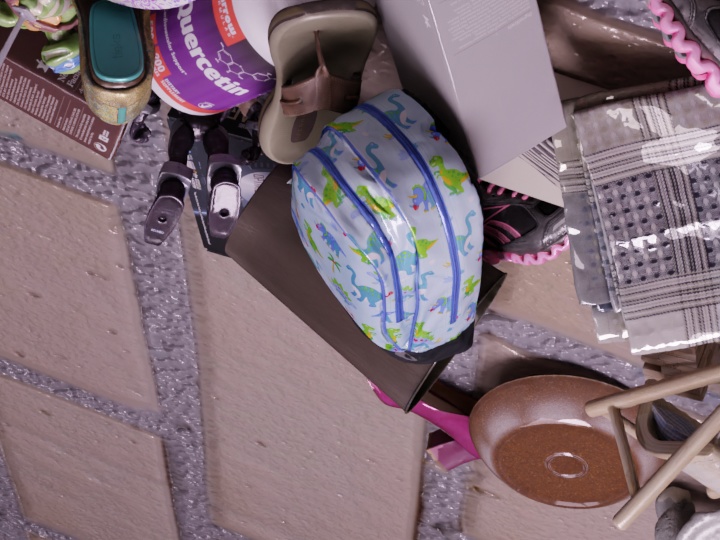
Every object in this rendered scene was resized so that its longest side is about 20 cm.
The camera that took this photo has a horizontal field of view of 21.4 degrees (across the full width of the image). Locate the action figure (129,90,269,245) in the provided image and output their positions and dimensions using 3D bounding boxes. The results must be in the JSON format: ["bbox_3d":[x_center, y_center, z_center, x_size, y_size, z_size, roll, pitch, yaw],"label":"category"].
[{"bbox_3d":[-0.132,-0.110,1.542,0.129,0.201,0.070,6,133,-4],"label":"action figure"}]

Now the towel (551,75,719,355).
[{"bbox_3d":[0.240,-0.042,1.358,0.198,0.035,0.194,-9,104,22],"label":"towel"}]

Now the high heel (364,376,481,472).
[{"bbox_3d":[0.075,0.111,1.875,0.096,0.068,0.200,-27,122,22],"label":"high heel"}]

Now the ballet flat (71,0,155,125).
[{"bbox_3d":[-0.187,-0.194,1.443,0.070,0.201,0.071,-5,145,-3],"label":"ballet flat"}]

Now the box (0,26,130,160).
[{"bbox_3d":[-0.270,-0.193,1.607,0.199,0.101,0.075,28,151,-4],"label":"box"}]

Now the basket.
[{"bbox_3d":[0.000,0.000,1.550,0.199,0.136,0.180,37,164,6],"label":"basket"}]

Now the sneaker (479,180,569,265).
[{"bbox_3d":[0.114,-0.057,1.550,0.199,0.079,0.096,-14,120,48],"label":"sneaker"}]

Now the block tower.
[{"bbox_3d":[0.258,0.027,1.574,0.057,0.054,0.201,13,147,22],"label":"block tower"}]

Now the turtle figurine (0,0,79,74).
[{"bbox_3d":[-0.292,-0.230,1.473,0.144,0.199,0.195,-156,47,-70],"label":"turtle figurine"}]

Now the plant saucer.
[{"bbox_3d":[0.200,0.175,1.826,0.198,0.037,0.201,8,142,6],"label":"plant saucer"}]

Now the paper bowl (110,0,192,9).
[{"bbox_3d":[-0.164,-0.293,1.350,0.199,0.105,0.201,20,147,13],"label":"paper bowl"}]

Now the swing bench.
[{"bbox_3d":[0.330,0.149,1.579,0.199,0.130,0.198,-36,132,26],"label":"swing bench"}]

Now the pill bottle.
[{"bbox_3d":[-0.079,-0.192,1.439,0.112,0.113,0.199,41,148,-24],"label":"pill bottle"}]

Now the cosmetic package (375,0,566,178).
[{"bbox_3d":[0.068,-0.176,1.316,0.107,0.090,0.201,46,160,47],"label":"cosmetic package"}]

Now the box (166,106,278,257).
[{"bbox_3d":[-0.078,-0.071,1.699,0.159,0.044,0.201,17,149,17],"label":"box"}]

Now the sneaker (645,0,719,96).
[{"bbox_3d":[0.272,-0.145,1.270,0.200,0.095,0.079,46,-169,-2],"label":"sneaker"}]

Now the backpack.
[{"bbox_3d":[0.021,-0.037,1.365,0.164,0.153,0.200,59,151,22],"label":"backpack"}]

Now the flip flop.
[{"bbox_3d":[-0.032,-0.128,1.364,0.080,0.058,0.200,-6,151,-17],"label":"flip flop"}]

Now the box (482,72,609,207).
[{"bbox_3d":[0.159,-0.096,1.443,0.198,0.069,0.082,18,149,14],"label":"box"}]

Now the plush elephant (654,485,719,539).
[{"bbox_3d":[0.363,0.275,1.790,0.164,0.200,0.155,37,132,-4],"label":"plush elephant"}]
